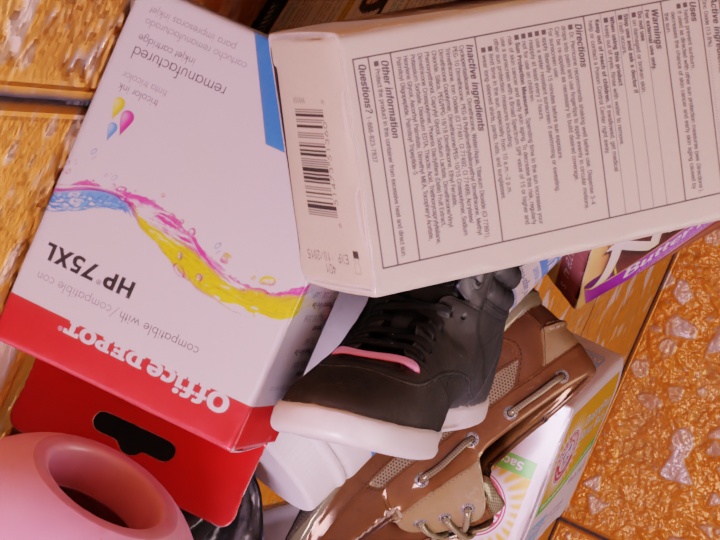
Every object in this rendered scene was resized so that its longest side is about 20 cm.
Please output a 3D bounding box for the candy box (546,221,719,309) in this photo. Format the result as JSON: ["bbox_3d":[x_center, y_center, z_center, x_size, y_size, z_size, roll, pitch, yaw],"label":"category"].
[{"bbox_3d":[0.183,-0.067,1.358,0.200,0.057,0.117,-30,163,-13],"label":"candy box"}]

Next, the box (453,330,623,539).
[{"bbox_3d":[0.025,0.063,1.431,0.102,0.200,0.112,-70,167,19],"label":"box"}]

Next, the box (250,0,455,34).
[{"bbox_3d":[0.019,-0.103,1.170,0.200,0.049,0.082,-10,-137,53],"label":"box"}]

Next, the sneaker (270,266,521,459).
[{"bbox_3d":[0.017,0.020,1.110,0.200,0.071,0.099,-15,118,-72],"label":"sneaker"}]

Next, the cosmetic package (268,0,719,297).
[{"bbox_3d":[0.073,-0.060,1.041,0.071,0.200,0.106,-168,-111,-65],"label":"cosmetic package"}]

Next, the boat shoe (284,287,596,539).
[{"bbox_3d":[0.038,0.098,1.314,0.200,0.074,0.076,-50,167,0],"label":"boat shoe"}]

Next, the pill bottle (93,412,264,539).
[{"bbox_3d":[-0.100,0.131,1.250,0.112,0.112,0.200,-59,166,-26],"label":"pill bottle"}]

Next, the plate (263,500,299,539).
[{"bbox_3d":[-0.062,0.203,1.516,0.200,0.032,0.200,-22,-142,53],"label":"plate"}]

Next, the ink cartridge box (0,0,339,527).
[{"bbox_3d":[-0.071,-0.003,1.101,0.200,0.116,0.067,-67,168,4],"label":"ink cartridge box"}]

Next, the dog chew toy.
[{"bbox_3d":[-0.151,0.166,1.100,0.200,0.124,0.125,-58,171,20],"label":"dog chew toy"}]

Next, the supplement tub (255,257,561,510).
[{"bbox_3d":[0.000,0.000,1.256,0.200,0.132,0.132,-47,164,-11],"label":"supplement tub"}]
